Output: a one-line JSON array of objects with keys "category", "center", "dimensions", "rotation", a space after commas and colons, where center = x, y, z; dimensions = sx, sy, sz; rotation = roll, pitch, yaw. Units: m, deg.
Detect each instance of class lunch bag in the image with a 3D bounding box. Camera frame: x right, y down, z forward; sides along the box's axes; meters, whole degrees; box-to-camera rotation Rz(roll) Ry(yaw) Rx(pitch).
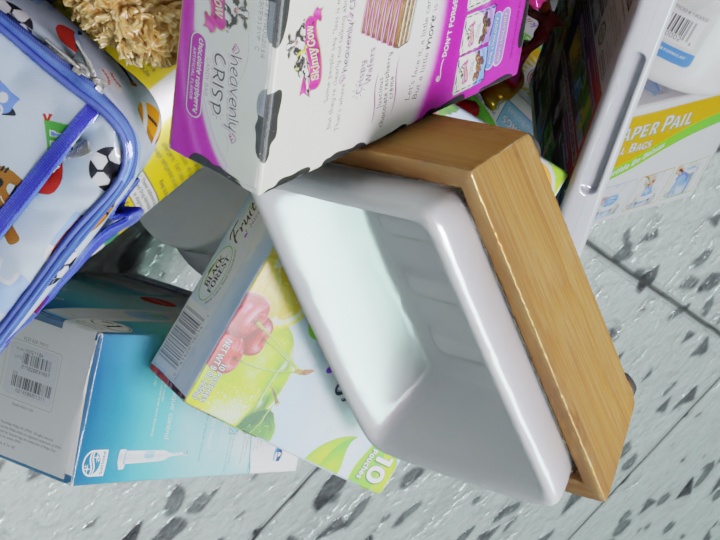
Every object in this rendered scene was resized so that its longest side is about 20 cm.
[{"category": "lunch bag", "center": [-0.193, -0.043, 1.233], "dimensions": [0.200, 0.160, 0.076], "rotation": [-49, -177, 19]}]

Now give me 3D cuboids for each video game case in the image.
[{"category": "video game case", "center": [0.133, -0.129, 1.444], "dimensions": [0.023, 0.200, 0.183], "rotation": [13, 122, -8]}]

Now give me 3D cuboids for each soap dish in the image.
[{"category": "soap dish", "center": [0.043, 0.011, 1.286], "dimensions": [0.081, 0.157, 0.201], "rotation": [-42, 124, -28]}]

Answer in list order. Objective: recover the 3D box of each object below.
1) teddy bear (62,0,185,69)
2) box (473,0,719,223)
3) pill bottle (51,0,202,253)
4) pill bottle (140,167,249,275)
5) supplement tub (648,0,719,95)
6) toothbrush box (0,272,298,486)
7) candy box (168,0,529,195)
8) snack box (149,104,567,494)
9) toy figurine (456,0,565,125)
[{"category": "teddy bear", "center": [-0.107, -0.158, 1.207], "dimensions": [0.200, 0.146, 0.067], "rotation": [33, 142, -32]}, {"category": "box", "center": [0.135, -0.100, 1.665], "dimensions": [0.199, 0.113, 0.102], "rotation": [-15, 142, -42]}, {"category": "pill bottle", "center": [-0.099, -0.109, 1.330], "dimensions": [0.200, 0.113, 0.113], "rotation": [-40, 153, -8]}, {"category": "pill bottle", "center": [-0.043, -0.039, 1.506], "dimensions": [0.112, 0.111, 0.200], "rotation": [-51, 152, 13]}, {"category": "supplement tub", "center": [0.225, -0.220, 1.599], "dimensions": [0.132, 0.132, 0.201], "rotation": [-11, 139, -47]}, {"category": "toothbrush box", "center": [-0.139, 0.056, 1.452], "dimensions": [0.200, 0.146, 0.086], "rotation": [4, 101, -54]}, {"category": "candy box", "center": [0.003, -0.133, 1.217], "dimensions": [0.200, 0.061, 0.137], "rotation": [-28, 135, -45]}, {"category": "snack box", "center": [0.000, 0.000, 1.376], "dimensions": [0.142, 0.053, 0.201], "rotation": [27, 95, -36]}, {"category": "toy figurine", "center": [0.073, -0.145, 1.460], "dimensions": [0.184, 0.150, 0.200], "rotation": [-49, 165, 26]}]
